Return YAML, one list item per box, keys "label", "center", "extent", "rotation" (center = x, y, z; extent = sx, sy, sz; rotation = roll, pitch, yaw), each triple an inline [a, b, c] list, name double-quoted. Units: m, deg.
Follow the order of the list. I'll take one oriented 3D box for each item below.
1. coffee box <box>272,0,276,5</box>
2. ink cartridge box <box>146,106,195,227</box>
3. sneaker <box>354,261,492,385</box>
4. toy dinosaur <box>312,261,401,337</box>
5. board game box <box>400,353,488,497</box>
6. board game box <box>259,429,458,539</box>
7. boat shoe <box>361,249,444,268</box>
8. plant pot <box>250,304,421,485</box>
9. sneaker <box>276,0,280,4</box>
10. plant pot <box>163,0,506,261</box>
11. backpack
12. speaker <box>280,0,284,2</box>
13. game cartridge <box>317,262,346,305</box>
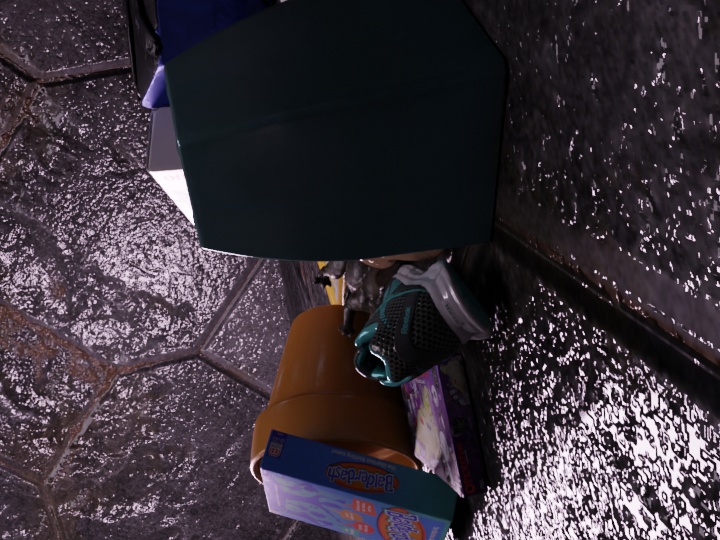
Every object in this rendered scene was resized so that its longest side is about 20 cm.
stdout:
- label: "coffee box"
  center: [-0.123, -0.418, 1.063]
  extent: [0.080, 0.111, 0.204]
  rotation: [-120, 20, -63]
- label: "ink cartridge box"
  center: [-0.161, -0.120, 1.058]
  extent: [0.200, 0.142, 0.086]
  rotation: [62, -154, -66]
- label: "sneaker"
  center: [0.030, 0.047, 0.660]
  extent: [0.078, 0.091, 0.200]
  rotation: [54, 171, 3]
- label: "toy dinosaur"
  center: [0.000, 0.000, 0.887]
  extent: [0.201, 0.076, 0.103]
  rotation: [59, 134, 40]
- label: "board game box"
  center: [0.072, 0.136, 0.820]
  extent: [0.200, 0.032, 0.123]
  rotation: [163, 99, -81]
- label: "board game box"
  center: [-0.002, 0.238, 0.891]
  extent: [0.153, 0.196, 0.046]
  rotation: [92, -167, -58]
- label: "boat shoe"
  center: [0.029, -0.046, 0.728]
  extent: [0.066, 0.071, 0.200]
  rotation: [-68, 11, -10]
- label: "plant pot"
  center: [-0.028, 0.151, 1.014]
  extent: [0.202, 0.195, 0.186]
  rotation: [92, 178, -58]
- label: "sneaker"
  center: [-0.057, -0.304, 0.930]
  extent: [0.091, 0.076, 0.204]
  rotation: [-141, 38, -69]
- label: "plant pot"
  center: [-0.024, -0.094, 0.570]
  extent: [0.143, 0.196, 0.143]
  rotation: [86, 168, -45]
- label: "backpack"
  center: [-0.189, -0.305, 0.974]
  extent: [0.162, 0.165, 0.205]
  rotation: [-20, 76, 60]
- label: "speaker"
  center: [-0.028, -0.221, 0.818]
  extent: [0.081, 0.079, 0.204]
  rotation: [107, 150, -72]
- label: "game cartridge"
  center: [-0.036, -0.036, 1.055]
  extent: [0.201, 0.032, 0.179]
  rotation: [99, 155, -61]
